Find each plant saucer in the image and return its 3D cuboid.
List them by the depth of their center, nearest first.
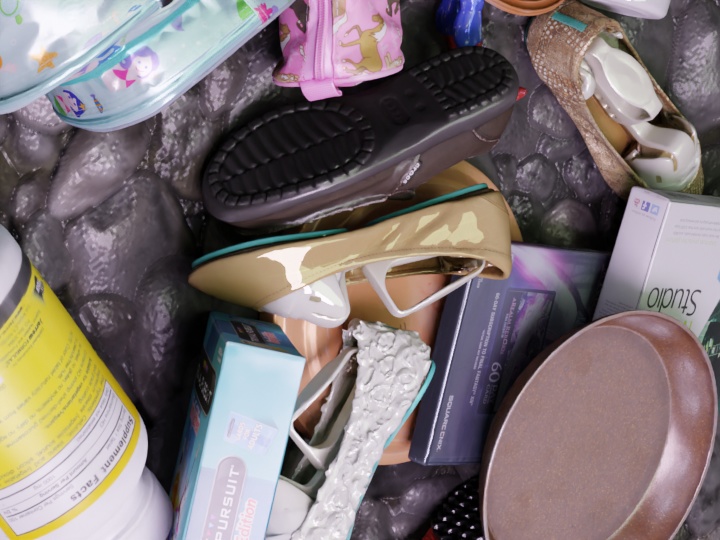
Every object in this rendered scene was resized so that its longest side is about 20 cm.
[{"bbox_3d":[0.028,0.024,1.380,0.199,0.032,0.202,-9,105,-33],"label":"plant saucer"},{"bbox_3d":[0.144,0.116,1.398,0.199,0.034,0.202,-16,117,-35],"label":"plant saucer"}]

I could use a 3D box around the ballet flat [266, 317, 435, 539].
[{"bbox_3d":[-0.027,0.117,1.311,0.072,0.071,0.201,35,76,-36],"label":"ballet flat"}]

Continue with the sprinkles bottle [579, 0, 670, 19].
[{"bbox_3d":[0.187,-0.264,1.405,0.068,0.068,0.202,13,93,-37],"label":"sprinkles bottle"}]

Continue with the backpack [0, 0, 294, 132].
[{"bbox_3d":[-0.141,-0.157,1.129,0.199,0.177,0.151,-36,114,-19],"label":"backpack"}]

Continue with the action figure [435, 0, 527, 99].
[{"bbox_3d":[0.056,-0.198,1.330,0.051,0.066,0.201,-21,116,-2],"label":"action figure"}]

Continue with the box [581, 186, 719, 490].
[{"bbox_3d":[0.204,0.047,1.477,0.144,0.036,0.202,2,108,-49],"label":"box"}]

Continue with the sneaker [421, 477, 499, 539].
[{"bbox_3d":[0.053,0.219,1.410,0.199,0.070,0.094,-38,120,-34],"label":"sneaker"}]

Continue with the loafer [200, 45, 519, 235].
[{"bbox_3d":[0.004,-0.062,1.299,0.198,0.073,0.072,-20,139,-8],"label":"loafer"}]

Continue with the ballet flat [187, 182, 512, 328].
[{"bbox_3d":[0.000,0.000,1.288,0.198,0.069,0.064,-15,82,-15],"label":"ballet flat"}]

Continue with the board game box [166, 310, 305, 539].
[{"bbox_3d":[-0.082,0.133,1.251,0.046,0.151,0.202,12,93,-8],"label":"board game box"}]

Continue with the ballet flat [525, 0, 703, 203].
[{"bbox_3d":[0.178,-0.096,1.439,0.200,0.065,0.071,43,77,-34],"label":"ballet flat"}]

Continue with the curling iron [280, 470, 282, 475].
[{"bbox_3d":[-0.055,0.168,1.356,0.049,0.025,0.202,-11,107,-37],"label":"curling iron"}]

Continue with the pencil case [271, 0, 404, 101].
[{"bbox_3d":[-0.018,-0.203,1.264,0.086,0.083,0.202,-15,110,-33],"label":"pencil case"}]

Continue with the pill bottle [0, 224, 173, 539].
[{"bbox_3d":[-0.185,0.080,1.189,0.112,0.112,0.201,-43,122,-20],"label":"pill bottle"}]

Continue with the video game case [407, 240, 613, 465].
[{"bbox_3d":[0.115,0.055,1.427,0.199,0.019,0.144,5,101,-48],"label":"video game case"}]

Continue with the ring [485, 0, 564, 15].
[{"bbox_3d":[0.086,-0.252,1.314,0.200,0.019,0.202,18,65,-47],"label":"ring"}]
